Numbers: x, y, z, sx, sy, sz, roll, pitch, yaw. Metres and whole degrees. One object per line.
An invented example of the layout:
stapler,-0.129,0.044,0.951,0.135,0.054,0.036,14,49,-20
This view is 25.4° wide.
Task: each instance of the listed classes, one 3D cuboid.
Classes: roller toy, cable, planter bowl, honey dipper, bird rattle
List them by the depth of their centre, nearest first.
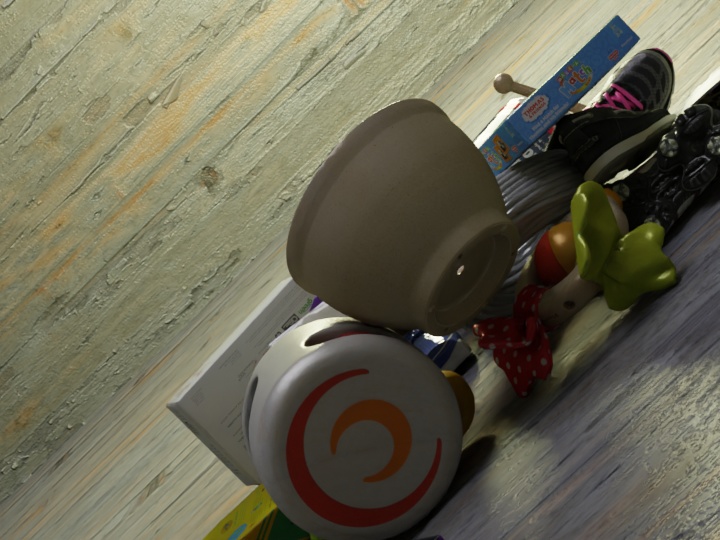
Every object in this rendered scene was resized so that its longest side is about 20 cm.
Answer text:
planter bowl,0.051,-0.027,1.383,0.200,0.135,0.201,-36,-31,-25
roller toy,-0.009,0.135,1.413,0.200,0.182,0.140,-46,14,-3
bird rattle,0.186,0.010,1.418,0.200,0.112,0.164,-52,12,32
cable,0.151,-0.029,1.545,0.200,0.069,0.199,-49,-28,17
honey dipper,0.234,-0.172,1.701,0.038,0.198,0.038,21,-90,-76

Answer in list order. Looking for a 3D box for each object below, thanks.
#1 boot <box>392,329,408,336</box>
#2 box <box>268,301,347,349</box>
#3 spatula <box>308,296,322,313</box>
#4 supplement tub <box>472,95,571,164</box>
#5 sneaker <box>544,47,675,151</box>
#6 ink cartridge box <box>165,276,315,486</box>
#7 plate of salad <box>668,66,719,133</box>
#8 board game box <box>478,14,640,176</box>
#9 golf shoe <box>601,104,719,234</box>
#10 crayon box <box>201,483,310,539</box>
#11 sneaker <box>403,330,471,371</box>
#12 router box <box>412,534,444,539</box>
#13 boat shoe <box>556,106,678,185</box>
boot,0.056,-0.044,1.656,0.200,0.156,0.076,-46,-36,22
box,-0.012,0.105,1.581,0.095,0.078,0.200,-37,-24,-1
spatula,0.000,0.000,1.534,0.056,0.021,0.200,-5,-38,-44
supplement tub,0.160,-0.080,1.752,0.200,0.140,0.140,-49,11,-23
sneaker,0.248,-0.145,1.633,0.200,0.074,0.087,-50,-17,8
ink cartridge box,-0.084,0.137,1.775,0.200,0.176,0.084,-46,6,-15
plate of salad,0.380,-0.183,1.517,0.199,0.048,0.200,-34,-11,-7
board game box,0.173,-0.152,1.520,0.151,0.037,0.200,-44,-2,-16
golf shoe,0.277,-0.067,1.486,0.200,0.077,0.088,-43,-16,20
crayon box,-0.088,0.256,1.655,0.200,0.051,0.127,-42,10,10
sneaker,0.045,0.063,1.713,0.081,0.115,0.199,-45,10,1
router box,-0.012,0.282,1.226,0.149,0.051,0.200,-48,10,-29
boat shoe,0.249,-0.134,1.527,0.072,0.068,0.199,-53,-17,29
